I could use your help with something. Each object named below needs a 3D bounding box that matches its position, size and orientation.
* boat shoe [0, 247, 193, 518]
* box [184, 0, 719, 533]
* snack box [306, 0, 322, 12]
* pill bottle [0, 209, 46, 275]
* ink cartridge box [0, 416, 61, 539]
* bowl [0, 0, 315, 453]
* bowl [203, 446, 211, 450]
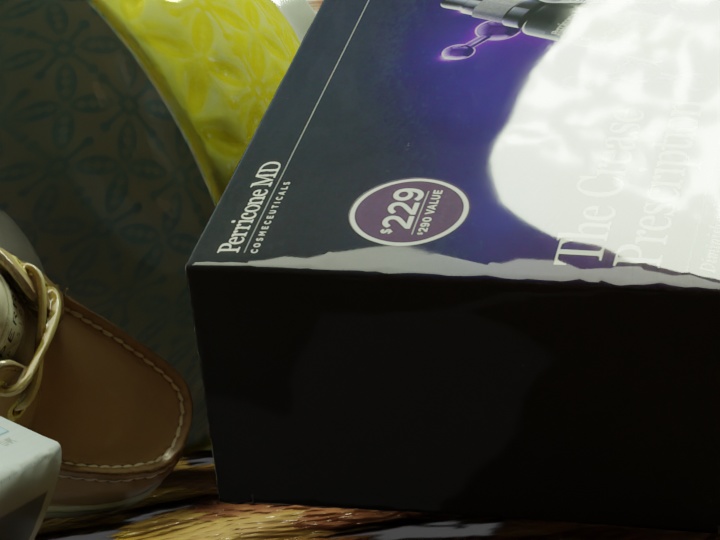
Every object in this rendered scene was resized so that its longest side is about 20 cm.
[{"bbox_3d":[-0.126,0.022,0.852,0.200,0.074,0.066,20,-28,-34],"label":"boat shoe"},{"bbox_3d":[0.049,-0.021,0.770,0.141,0.079,0.200,0,32,15],"label":"box"},{"bbox_3d":[-0.072,-0.020,1.143,0.024,0.200,0.072,38,21,16],"label":"snack box"},{"bbox_3d":[-0.203,0.036,0.909,0.199,0.115,0.114,-10,4,-39],"label":"pill bottle"},{"bbox_3d":[-0.189,0.033,0.725,0.199,0.047,0.160,25,9,6],"label":"ink cartridge box"},{"bbox_3d":[-0.069,-0.049,0.983,0.108,0.201,0.200,-32,17,-34],"label":"bowl"},{"bbox_3d":[0.000,0.000,1.105,0.199,0.108,0.200,-8,4,1],"label":"bowl"}]
